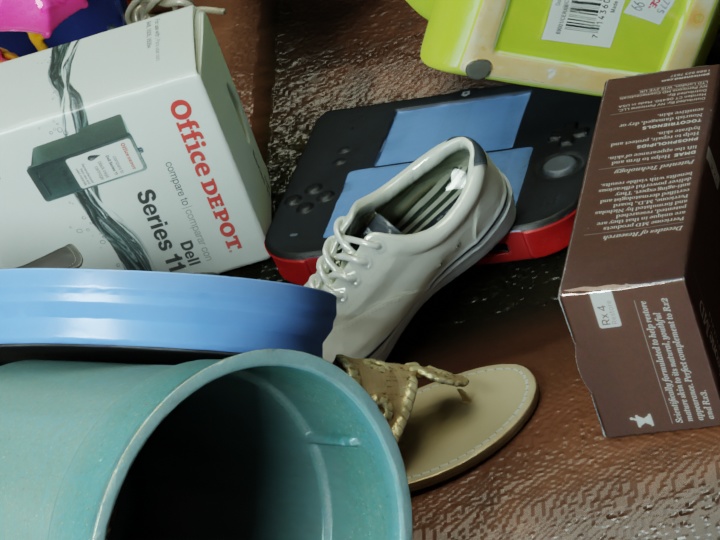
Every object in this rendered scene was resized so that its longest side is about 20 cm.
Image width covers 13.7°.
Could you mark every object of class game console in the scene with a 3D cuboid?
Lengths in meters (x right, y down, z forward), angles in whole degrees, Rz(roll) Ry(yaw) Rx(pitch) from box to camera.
[{"bbox_3d":[0.050,-0.059,1.797,0.199,0.031,0.177,-7,36,19],"label":"game console"}]

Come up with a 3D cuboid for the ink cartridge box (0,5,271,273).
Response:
[{"bbox_3d":[-0.166,-0.056,1.803,0.199,0.147,0.083,-17,35,7],"label":"ink cartridge box"}]

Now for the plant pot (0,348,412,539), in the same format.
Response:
[{"bbox_3d":[-0.113,0.129,1.488,0.196,0.201,0.200,7,41,47],"label":"plant pot"}]

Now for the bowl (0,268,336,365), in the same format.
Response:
[{"bbox_3d":[-0.112,0.028,1.560,0.200,0.040,0.201,2,-6,0],"label":"bowl"}]

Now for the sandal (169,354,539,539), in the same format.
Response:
[{"bbox_3d":[-0.008,0.080,1.593,0.211,0.070,0.078,-24,34,-5],"label":"sandal"}]

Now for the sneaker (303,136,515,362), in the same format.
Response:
[{"bbox_3d":[0.000,0.000,1.676,0.200,0.071,0.073,-46,50,-13],"label":"sneaker"}]

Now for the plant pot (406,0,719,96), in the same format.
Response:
[{"bbox_3d":[0.129,-0.215,1.784,0.198,0.200,0.182,8,39,-13],"label":"plant pot"}]

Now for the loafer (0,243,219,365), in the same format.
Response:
[{"bbox_3d":[-0.171,0.021,1.691,0.199,0.073,0.073,13,68,-12],"label":"loafer"}]

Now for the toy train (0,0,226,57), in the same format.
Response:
[{"bbox_3d":[-0.159,-0.182,2.048,0.199,0.085,0.116,-4,24,24],"label":"toy train"}]

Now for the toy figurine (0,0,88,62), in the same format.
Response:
[{"bbox_3d":[-0.226,-0.141,1.921,0.199,0.184,0.150,-1,38,28],"label":"toy figurine"}]

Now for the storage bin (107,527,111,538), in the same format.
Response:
[{"bbox_3d":[-0.274,0.141,1.628,0.198,0.094,0.200,19,50,44],"label":"storage bin"}]

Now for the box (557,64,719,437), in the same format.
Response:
[{"bbox_3d":[0.163,-0.014,1.609,0.075,0.100,0.200,-6,36,20],"label":"box"}]
